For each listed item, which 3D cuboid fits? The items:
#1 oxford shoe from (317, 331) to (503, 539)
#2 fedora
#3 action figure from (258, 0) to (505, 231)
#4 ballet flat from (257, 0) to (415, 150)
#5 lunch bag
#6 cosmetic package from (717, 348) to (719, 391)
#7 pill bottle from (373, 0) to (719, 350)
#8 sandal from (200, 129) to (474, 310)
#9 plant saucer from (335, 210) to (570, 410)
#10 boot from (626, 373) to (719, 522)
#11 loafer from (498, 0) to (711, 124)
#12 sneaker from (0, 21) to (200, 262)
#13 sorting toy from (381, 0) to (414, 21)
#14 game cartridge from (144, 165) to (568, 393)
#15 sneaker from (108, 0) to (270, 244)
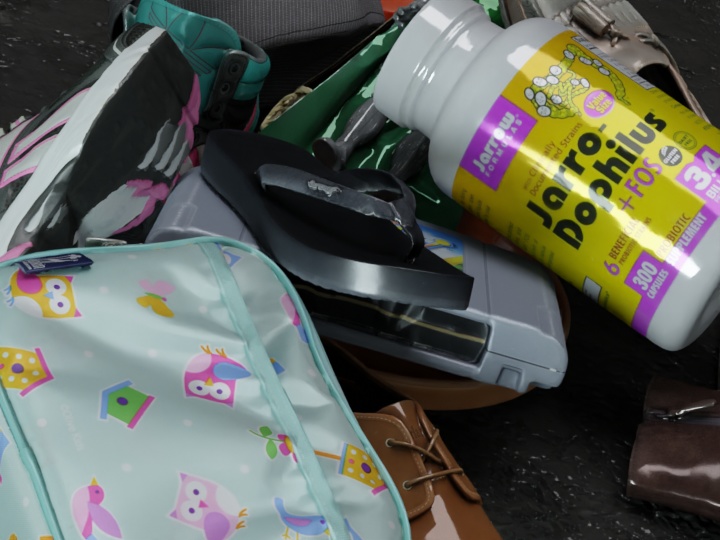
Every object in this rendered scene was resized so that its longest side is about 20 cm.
[{"bbox_3d":[0.020,0.099,0.886,0.071,0.071,0.200,-12,42,-42],"label":"oxford shoe"},{"bbox_3d":[-0.050,-0.155,1.206,0.200,0.177,0.090,-22,77,-51],"label":"fedora"},{"bbox_3d":[0.046,-0.113,1.124,0.118,0.055,0.200,34,58,3],"label":"action figure"},{"bbox_3d":[0.013,-0.123,1.170,0.200,0.046,0.067,-36,34,-25],"label":"ballet flat"},{"bbox_3d":[-0.075,0.073,0.834,0.160,0.077,0.200,-8,54,-27],"label":"lunch bag"},{"bbox_3d":[0.300,-0.019,1.089,0.167,0.201,0.166,18,31,3],"label":"cosmetic package"},{"bbox_3d":[0.105,-0.056,1.020,0.200,0.104,0.104,36,35,15],"label":"pill bottle"},{"bbox_3d":[-0.017,-0.033,0.932,0.076,0.043,0.200,5,20,-35],"label":"sandal"},{"bbox_3d":[0.009,0.010,1.062,0.199,0.032,0.201,13,30,-8],"label":"plant saucer"},{"bbox_3d":[0.207,0.122,0.969,0.166,0.073,0.200,8,31,8],"label":"boot"},{"bbox_3d":[0.150,-0.089,1.083,0.072,0.063,0.200,-33,89,-28],"label":"loafer"},{"bbox_3d":[-0.156,-0.043,0.958,0.086,0.080,0.200,22,61,26],"label":"sneaker"},{"bbox_3d":[0.058,-0.154,1.344,0.185,0.037,0.200,37,36,30],"label":"sorting toy"},{"bbox_3d":[0.000,0.000,0.981,0.199,0.041,0.133,16,13,-3],"label":"game cartridge"},{"bbox_3d":[-0.106,-0.076,1.050,0.083,0.121,0.200,21,31,14],"label":"sneaker"}]
